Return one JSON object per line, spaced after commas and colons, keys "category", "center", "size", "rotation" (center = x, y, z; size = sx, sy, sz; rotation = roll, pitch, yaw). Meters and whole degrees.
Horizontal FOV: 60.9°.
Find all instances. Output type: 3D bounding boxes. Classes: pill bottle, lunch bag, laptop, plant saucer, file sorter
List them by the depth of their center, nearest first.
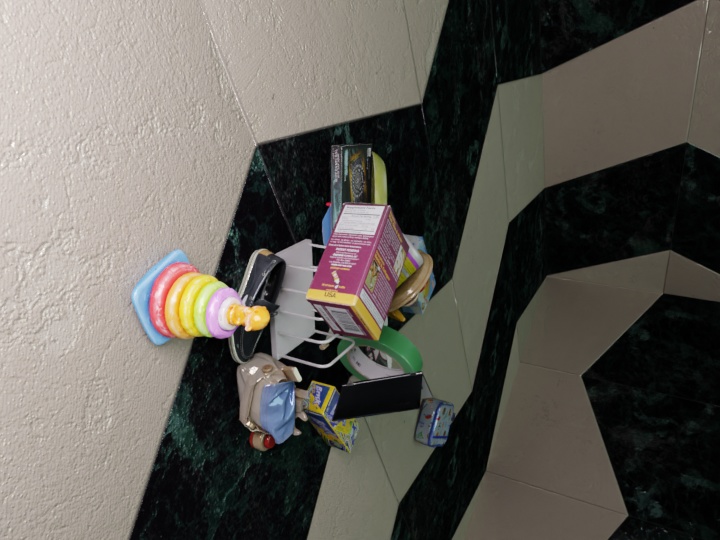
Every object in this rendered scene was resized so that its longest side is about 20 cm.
{"category": "file sorter", "center": [-0.088, 0.062, 1.179], "size": [0.138, 0.122, 0.205], "rotation": [-32, 126, -57]}
{"category": "laptop", "center": [0.054, 0.295, 1.322], "size": [0.201, 0.183, 0.118], "rotation": [64, 20, -52]}
{"category": "plant saucer", "center": [0.037, -0.159, 1.349], "size": [0.200, 0.030, 0.205], "rotation": [180, -90, -85]}
{"category": "pill bottle", "center": [0.038, 0.009, 1.358], "size": [0.200, 0.104, 0.104], "rotation": [-43, 147, 0]}
{"category": "lunch bag", "center": [0.253, 0.516, 2.058], "size": [0.199, 0.074, 0.164], "rotation": [31, 73, -61]}

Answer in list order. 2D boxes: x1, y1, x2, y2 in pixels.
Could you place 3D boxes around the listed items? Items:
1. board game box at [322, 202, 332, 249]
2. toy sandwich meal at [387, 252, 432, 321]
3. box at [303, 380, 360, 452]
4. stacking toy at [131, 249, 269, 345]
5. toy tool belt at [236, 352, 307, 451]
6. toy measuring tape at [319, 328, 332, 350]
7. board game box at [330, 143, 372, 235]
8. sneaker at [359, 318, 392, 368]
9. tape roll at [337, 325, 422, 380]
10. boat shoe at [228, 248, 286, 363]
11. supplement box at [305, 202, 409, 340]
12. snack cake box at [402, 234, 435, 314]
{"category": "board game box", "center": [-0.043, -0.104, 1.307], "size": [0.203, 0.038, 0.159], "rotation": [-65, 148, -30]}
{"category": "toy sandwich meal", "center": [0.100, 0.040, 1.429], "size": [0.070, 0.203, 0.207], "rotation": [47, 52, -24]}
{"category": "box", "center": [-0.065, 0.330, 1.374], "size": [0.071, 0.063, 0.202], "rotation": [-64, 148, -30]}
{"category": "stacking toy", "center": [-0.206, 0.053, 0.855], "size": [0.117, 0.196, 0.111], "rotation": [-55, 143, -42]}
{"category": "toy tool belt", "center": [-0.152, 0.253, 1.110], "size": [0.125, 0.120, 0.205], "rotation": [-37, 130, -54]}
{"category": "toy measuring tape", "center": [-0.074, 0.076, 1.303], "size": [0.073, 0.073, 0.203], "rotation": [-39, 153, -53]}
{"category": "board game box", "center": [-0.018, -0.157, 1.266], "size": [0.135, 0.028, 0.205], "rotation": [-22, 116, -59]}
{"category": "sneaker", "center": [0.020, 0.187, 1.506], "size": [0.086, 0.079, 0.205], "rotation": [-23, 111, -46]}
{"category": "tape roll", "center": [0.044, 0.200, 1.399], "size": [0.049, 0.196, 0.203], "rotation": [-61, 147, -35]}
{"category": "boat shoe", "center": [-0.178, 0.064, 1.067], "size": [0.074, 0.061, 0.205], "rotation": [31, 72, -62]}
{"category": "supplement box", "center": [0.000, 0.000, 1.087], "size": [0.132, 0.101, 0.203], "rotation": [57, 47, -50]}
{"category": "snack cake box", "center": [0.143, 0.013, 1.687], "size": [0.116, 0.066, 0.202], "rotation": [-64, 149, -32]}
